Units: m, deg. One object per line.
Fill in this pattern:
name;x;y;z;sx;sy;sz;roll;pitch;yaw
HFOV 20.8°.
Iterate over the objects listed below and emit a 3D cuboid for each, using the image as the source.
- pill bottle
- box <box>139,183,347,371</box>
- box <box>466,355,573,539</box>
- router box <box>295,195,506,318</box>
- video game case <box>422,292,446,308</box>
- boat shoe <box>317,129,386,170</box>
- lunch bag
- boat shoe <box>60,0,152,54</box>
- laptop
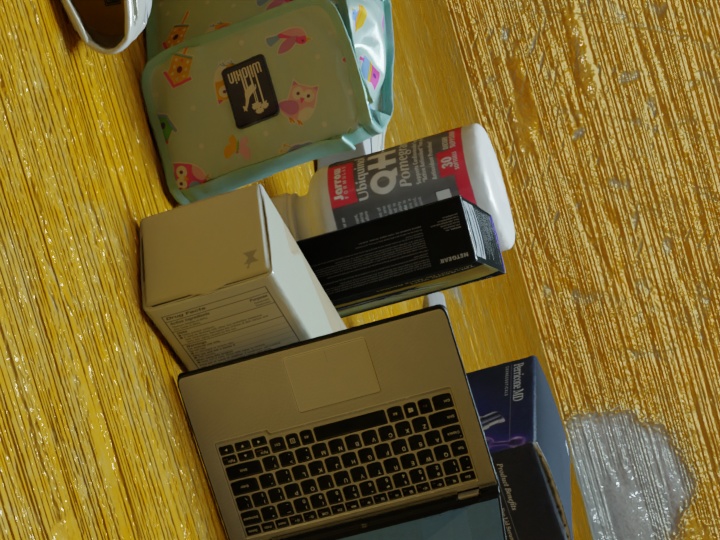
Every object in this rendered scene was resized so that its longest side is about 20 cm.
pill bottle;0.022;-0.045;1.651;0.111;0.199;0.111;-16;90;-80
box;-0.072;0.037;1.346;0.200;0.094;0.078;63;15;-52
box;0.063;0.167;1.570;0.148;0.199;0.105;-82;153;-65
router box;0.000;0.000;1.478;0.157;0.199;0.053;13;62;-77
video game case;0.063;0.146;1.824;0.182;0.022;0.201;-95;-168;-68
boat shoe;-0.003;-0.130;1.987;0.086;0.074;0.203;61;20;-50
lunch bag;-0.065;-0.146;1.426;0.201;0.170;0.122;-92;158;-44
boat shoe;-0.181;-0.230;1.232;0.070;0.070;0.201;-89;167;-65
laptop;-0.011;0.151;1.242;0.116;0.186;0.201;-65;139;-75
